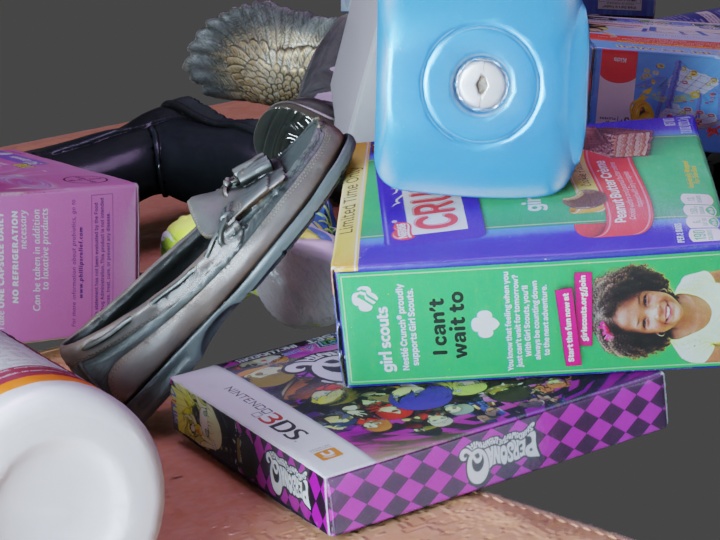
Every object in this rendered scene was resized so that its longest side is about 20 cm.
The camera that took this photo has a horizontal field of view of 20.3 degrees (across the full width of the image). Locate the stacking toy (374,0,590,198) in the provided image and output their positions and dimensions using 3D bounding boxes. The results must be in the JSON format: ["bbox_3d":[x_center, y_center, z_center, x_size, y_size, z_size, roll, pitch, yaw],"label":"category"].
[{"bbox_3d":[0.068,-0.110,1.091,0.108,0.117,0.200,2,11,4],"label":"stacking toy"}]

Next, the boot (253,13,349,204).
[{"bbox_3d":[0.026,-0.101,1.427,0.181,0.073,0.200,34,26,4],"label":"boot"}]

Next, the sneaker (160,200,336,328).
[{"bbox_3d":[-0.041,-0.024,1.273,0.105,0.076,0.199,-36,29,-30],"label":"sneaker"}]

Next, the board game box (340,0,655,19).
[{"bbox_3d":[0.098,-0.209,1.506,0.198,0.044,0.199,1,7,-9],"label":"board game box"}]

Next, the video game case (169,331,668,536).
[{"bbox_3d":[0.026,0.068,1.038,0.198,0.036,0.181,-14,19,-26],"label":"video game case"}]

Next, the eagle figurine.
[{"bbox_3d":[-0.027,-0.125,1.577,0.198,0.152,0.152,-1,23,-21],"label":"eagle figurine"}]

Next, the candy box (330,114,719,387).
[{"bbox_3d":[0.088,-0.013,1.059,0.198,0.078,0.169,-5,26,5],"label":"candy box"}]

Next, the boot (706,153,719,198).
[{"bbox_3d":[0.218,-0.047,1.280,0.167,0.077,0.200,-1,10,32],"label":"boot"}]

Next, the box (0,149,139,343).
[{"bbox_3d":[-0.268,-0.014,1.275,0.198,0.098,0.175,-7,14,-35],"label":"box"}]

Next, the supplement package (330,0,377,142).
[{"bbox_3d":[0.062,-0.169,1.286,0.118,0.202,0.122,10,30,-11],"label":"supplement package"}]

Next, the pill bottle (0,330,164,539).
[{"bbox_3d":[-0.177,0.084,0.927,0.109,0.111,0.199,-15,17,-27],"label":"pill bottle"}]

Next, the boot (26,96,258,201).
[{"bbox_3d":[-0.154,-0.057,1.447,0.167,0.077,0.200,-24,32,-27],"label":"boot"}]

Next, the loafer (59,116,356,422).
[{"bbox_3d":[-0.083,-0.008,1.088,0.201,0.063,0.072,-51,11,2],"label":"loafer"}]

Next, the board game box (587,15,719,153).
[{"bbox_3d":[0.224,-0.113,1.221,0.198,0.057,0.196,4,13,-1],"label":"board game box"}]

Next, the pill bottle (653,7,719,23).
[{"bbox_3d":[0.223,-0.134,1.517,0.198,0.113,0.112,-11,16,-16],"label":"pill bottle"}]
